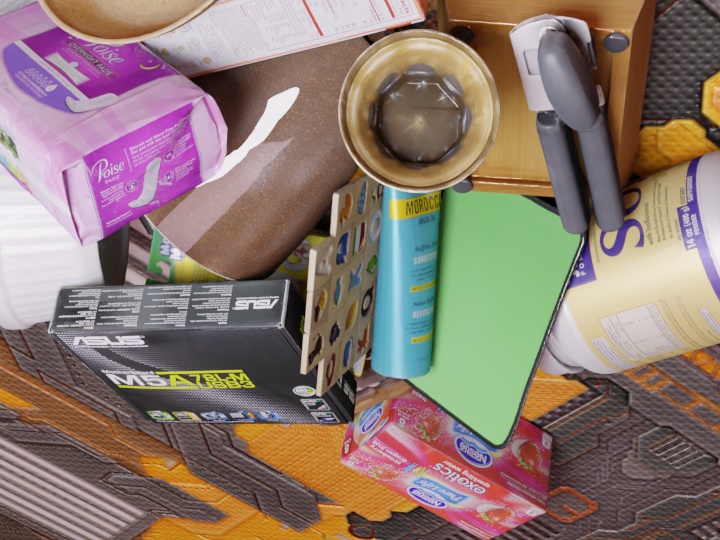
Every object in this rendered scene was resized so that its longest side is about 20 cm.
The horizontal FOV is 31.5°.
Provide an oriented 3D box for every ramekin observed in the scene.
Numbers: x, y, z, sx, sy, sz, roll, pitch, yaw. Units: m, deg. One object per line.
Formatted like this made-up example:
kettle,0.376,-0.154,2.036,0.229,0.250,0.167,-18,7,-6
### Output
ramekin,-0.252,-0.053,1.069,0.093,0.203,0.203,-2,138,0

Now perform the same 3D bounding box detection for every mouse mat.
mouse mat,0.097,0.025,1.050,0.007,0.161,0.201,1,114,-41

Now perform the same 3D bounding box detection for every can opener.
can opener,0.146,-0.089,0.887,0.053,0.067,0.201,-3,137,20

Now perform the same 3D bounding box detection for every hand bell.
hand bell,0.043,-0.096,0.910,0.103,0.105,0.200,10,177,4

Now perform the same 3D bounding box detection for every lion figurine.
lion figurine,0.000,0.110,1.228,0.199,0.073,0.122,-11,171,42

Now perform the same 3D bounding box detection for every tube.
tube,0.039,-0.014,1.049,0.050,0.077,0.202,12,108,28

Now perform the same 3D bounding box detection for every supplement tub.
supplement tub,0.229,0.000,1.030,0.199,0.146,0.145,-20,129,32

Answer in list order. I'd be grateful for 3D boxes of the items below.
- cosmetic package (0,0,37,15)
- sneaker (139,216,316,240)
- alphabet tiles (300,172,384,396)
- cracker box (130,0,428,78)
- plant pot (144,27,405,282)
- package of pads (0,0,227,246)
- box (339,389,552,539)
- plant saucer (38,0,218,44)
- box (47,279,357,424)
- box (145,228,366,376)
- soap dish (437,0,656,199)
cosmetic package,-0.251,-0.235,0.950,0.101,0.072,0.200,-20,129,32
sneaker,-0.108,-0.030,1.159,0.115,0.076,0.201,-44,95,2
alphabet tiles,0.000,0.000,1.024,0.006,0.200,0.168,14,114,19
cracker box,-0.046,-0.211,0.875,0.198,0.135,0.058,-9,135,23
plant pot,-0.059,-0.125,0.964,0.200,0.188,0.187,-38,120,25
package of pads,-0.192,-0.110,0.860,0.200,0.120,0.076,38,148,37
box,0.090,0.183,1.309,0.199,0.096,0.100,31,137,-20
plant saucer,-0.131,-0.236,0.845,0.199,0.202,0.035,-10,160,24
box,-0.121,0.072,1.045,0.198,0.048,0.193,-1,154,16
box,-0.086,0.016,1.104,0.198,0.048,0.118,11,98,-8
soap dish,0.133,-0.139,0.949,0.156,0.082,0.201,5,140,9
